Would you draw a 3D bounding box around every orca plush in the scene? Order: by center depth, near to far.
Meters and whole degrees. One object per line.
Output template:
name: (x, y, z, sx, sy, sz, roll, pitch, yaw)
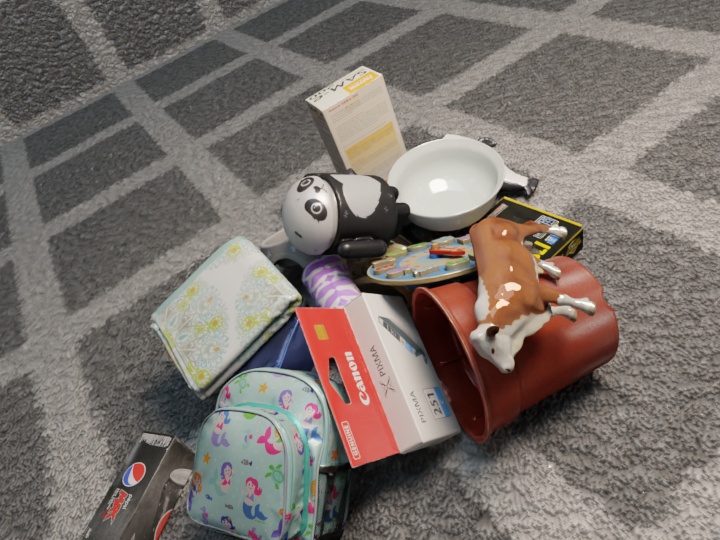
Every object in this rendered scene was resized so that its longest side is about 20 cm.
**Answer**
orca plush: (0.242, -0.193, 1.024, 0.200, 0.071, 0.105, 19, 71, 11)

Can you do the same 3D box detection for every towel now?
towel: (-0.198, 0.062, 0.769, 0.200, 0.048, 0.171, -45, 55, -3)

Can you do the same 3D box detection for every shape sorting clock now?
shape sorting clock: (0.106, -0.019, 0.747, 0.199, 0.039, 0.200, -9, 13, 2)

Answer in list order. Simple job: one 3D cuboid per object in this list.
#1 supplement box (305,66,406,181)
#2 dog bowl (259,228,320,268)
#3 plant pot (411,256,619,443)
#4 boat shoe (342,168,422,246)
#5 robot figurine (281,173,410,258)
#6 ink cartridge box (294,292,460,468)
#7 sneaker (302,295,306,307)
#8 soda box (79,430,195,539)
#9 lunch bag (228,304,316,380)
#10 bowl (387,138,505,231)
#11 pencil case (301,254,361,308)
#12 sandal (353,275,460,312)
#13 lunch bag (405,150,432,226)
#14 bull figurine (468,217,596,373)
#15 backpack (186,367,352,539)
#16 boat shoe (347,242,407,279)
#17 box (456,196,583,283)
supplement box: (0.001, -0.246, 0.970, 0.126, 0.200, 0.074, -34, 42, -10)
dog bowl: (-0.093, -0.057, 0.974, 0.200, 0.059, 0.200, -23, 15, 6)
plant pot: (0.195, 0.083, 0.670, 0.195, 0.201, 0.201, -20, 40, -9)
boat shoe: (0.036, -0.103, 0.943, 0.065, 0.200, 0.072, -51, -3, 20)
robot figurine: (-0.022, -0.088, 0.826, 0.200, 0.125, 0.150, -6, 11, -30)
ink cartridge box: (0.025, 0.124, 0.656, 0.045, 0.176, 0.200, -38, 63, 31)
sneaker: (-0.202, 0.036, 0.944, 0.200, 0.112, 0.073, 1, 47, 25)
soda box: (-0.302, 0.323, 0.712, 0.063, 0.071, 0.200, -1, 45, 24)
lunch bag: (-0.151, 0.117, 0.823, 0.200, 0.132, 0.136, 11, 67, 32)
bowl: (0.151, -0.135, 0.933, 0.201, 0.090, 0.201, -7, 50, 9)
pencil case: (-0.016, 0.061, 0.812, 0.085, 0.084, 0.200, -27, 58, -13)
sandal: (0.061, 0.036, 0.846, 0.200, 0.080, 0.054, -11, 20, 22)
lunch bag: (0.056, -0.169, 1.075, 0.200, 0.077, 0.160, 26, 62, 41)
bull figurine: (0.171, 0.016, 0.571, 0.121, 0.065, 0.200, 6, 49, -3)
backpack: (-0.101, 0.215, 0.629, 0.177, 0.151, 0.200, 2, 74, 29)
boat shoe: (0.000, 0.000, 0.928, 0.200, 0.072, 0.065, -6, 48, 26)
box: (0.235, -0.026, 0.865, 0.200, 0.049, 0.160, -39, 45, -18)
